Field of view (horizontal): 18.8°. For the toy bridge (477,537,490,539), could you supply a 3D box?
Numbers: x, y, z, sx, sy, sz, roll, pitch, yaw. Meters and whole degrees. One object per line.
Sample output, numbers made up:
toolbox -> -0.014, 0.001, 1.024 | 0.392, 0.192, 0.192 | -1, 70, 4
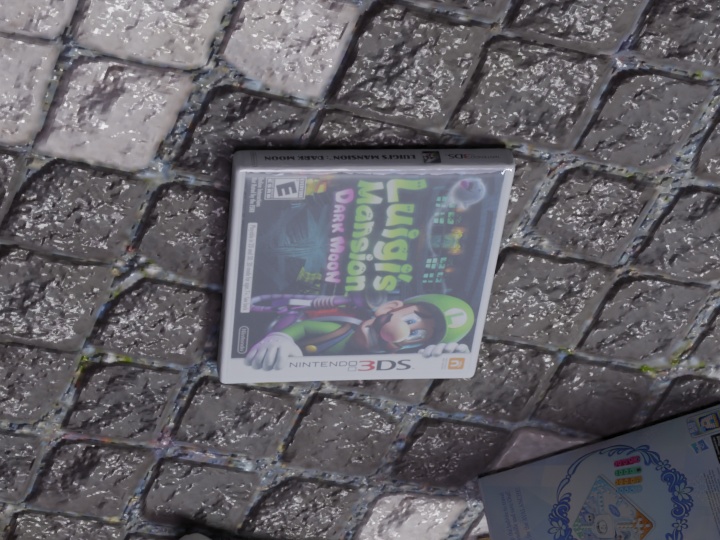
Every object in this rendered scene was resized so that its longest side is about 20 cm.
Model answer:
toy bridge -> 0.193, 0.217, 1.689 | 0.199, 0.027, 0.067 | -12, 137, 2

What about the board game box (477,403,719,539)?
board game box -> 0.199, 0.208, 1.559 | 0.198, 0.200, 0.043 | -17, 136, 7

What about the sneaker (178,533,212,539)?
sneaker -> -0.054, 0.238, 1.653 | 0.200, 0.073, 0.085 | 38, 87, -30

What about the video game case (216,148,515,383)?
video game case -> 0.000, 0.000, 1.447 | 0.181, 0.023, 0.200 | -1, 134, -9
